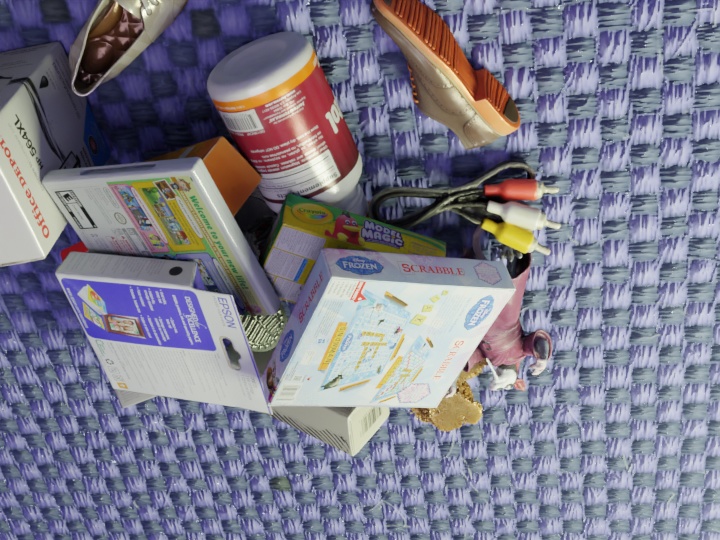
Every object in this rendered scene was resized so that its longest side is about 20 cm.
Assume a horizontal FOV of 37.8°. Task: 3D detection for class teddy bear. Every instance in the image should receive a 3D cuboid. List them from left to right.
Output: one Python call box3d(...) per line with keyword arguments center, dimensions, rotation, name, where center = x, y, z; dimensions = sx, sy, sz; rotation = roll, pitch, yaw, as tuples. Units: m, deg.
box3d(center=(0.086, 0.097, 1.264), dimensions=(0.145, 0.067, 0.200), rotation=(-33, 110, 18), name="teddy bear")

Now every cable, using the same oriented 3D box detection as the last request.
box3d(center=(0.110, -0.075, 1.096), dimensions=(0.199, 0.050, 0.098), rotation=(7, 91, -7), name="cable")

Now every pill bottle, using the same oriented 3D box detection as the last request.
box3d(center=(-0.066, -0.130, 1.073), dimensions=(0.112, 0.113, 0.200), rotation=(-13, 125, 18), name="pill bottle")

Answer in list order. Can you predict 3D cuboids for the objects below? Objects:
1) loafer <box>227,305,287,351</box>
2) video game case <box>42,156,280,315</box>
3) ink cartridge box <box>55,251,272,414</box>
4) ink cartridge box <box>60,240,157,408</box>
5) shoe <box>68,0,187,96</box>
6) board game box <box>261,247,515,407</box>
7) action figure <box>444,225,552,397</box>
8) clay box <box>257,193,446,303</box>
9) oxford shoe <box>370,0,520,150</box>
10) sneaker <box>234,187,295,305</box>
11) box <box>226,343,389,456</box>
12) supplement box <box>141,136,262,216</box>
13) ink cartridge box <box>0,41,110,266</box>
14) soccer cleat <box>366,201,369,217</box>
box3d(center=(-0.167, 0.018, 1.185), dimensions=(0.200, 0.070, 0.075), rotation=(39, 89, -22), name="loafer")
box3d(center=(-0.196, -0.027, 1.054), dimensions=(0.181, 0.022, 0.200), rotation=(-2, 135, 26), name="video game case")
box3d(center=(-0.197, 0.067, 1.107), dimensions=(0.199, 0.044, 0.199), rotation=(7, 138, 17), name="ink cartridge box")
box3d(center=(-0.260, 0.047, 1.239), dimensions=(0.116, 0.067, 0.201), rotation=(-21, 92, 23), name="ink cartridge box")
box3d(center=(-0.230, -0.248, 1.045), dimensions=(0.070, 0.053, 0.200), rotation=(36, 124, -18), name="shoe")
box3d(center=(0.024, 0.064, 1.054), dimensions=(0.199, 0.041, 0.200), rotation=(5, 136, -25), name="board game box")
box3d(center=(0.145, 0.059, 1.181), dimensions=(0.133, 0.149, 0.200), rotation=(-6, 134, 18), name="action figure")
box3d(center=(0.000, 0.000, 1.083), dimensions=(0.199, 0.048, 0.115), rotation=(16, 138, -13), name="clay box")
box3d(center=(0.070, -0.192, 1.033), dimensions=(0.073, 0.071, 0.200), rotation=(-31, 118, 34), name="oxford shoe")
box3d(center=(-0.080, -0.021, 1.178), dimensions=(0.078, 0.082, 0.200), rotation=(-27, 118, 26), name="sneaker")
box3d(center=(-0.069, 0.137, 1.249), dimensions=(0.199, 0.082, 0.069), rotation=(21, 136, 31), name="box")
box3d(center=(-0.187, -0.085, 1.098), dimensions=(0.067, 0.069, 0.200), rotation=(46, 152, -25), name="supplement box")
box3d(center=(-0.347, -0.119, 1.070), dimensions=(0.084, 0.200, 0.146), rotation=(-7, 126, 15), name="ink cartridge box")
box3d(center=(0.002, 0.020, 1.186), dimensions=(0.068, 0.085, 0.201), rotation=(-9, 93, -9), name="soccer cleat")
